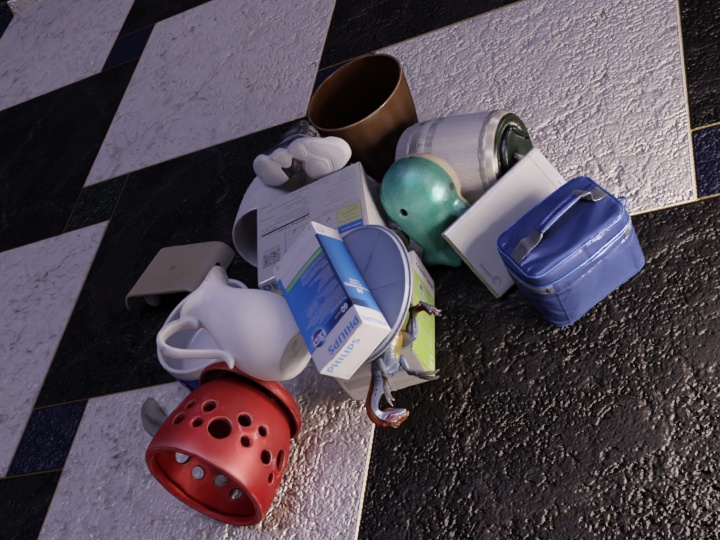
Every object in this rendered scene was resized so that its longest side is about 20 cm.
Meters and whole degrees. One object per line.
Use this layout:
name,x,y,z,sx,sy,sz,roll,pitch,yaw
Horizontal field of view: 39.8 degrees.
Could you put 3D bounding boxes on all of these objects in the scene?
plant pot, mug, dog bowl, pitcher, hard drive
plant pot,-0.193,0.254,1.489,0.199,0.201,0.183,1,44,36
mug,-0.123,-0.122,1.764,0.199,0.147,0.176,-37,27,33
dog bowl,-0.255,0.117,1.748,0.198,0.079,0.202,-21,42,20
plant pot,0.034,-0.251,1.789,0.185,0.200,0.188,-20,42,20
pitcher,-0.181,0.095,1.441,0.199,0.122,0.172,26,53,28
hard drive,0.240,-0.074,1.536,0.200,0.132,0.027,-43,3,-6

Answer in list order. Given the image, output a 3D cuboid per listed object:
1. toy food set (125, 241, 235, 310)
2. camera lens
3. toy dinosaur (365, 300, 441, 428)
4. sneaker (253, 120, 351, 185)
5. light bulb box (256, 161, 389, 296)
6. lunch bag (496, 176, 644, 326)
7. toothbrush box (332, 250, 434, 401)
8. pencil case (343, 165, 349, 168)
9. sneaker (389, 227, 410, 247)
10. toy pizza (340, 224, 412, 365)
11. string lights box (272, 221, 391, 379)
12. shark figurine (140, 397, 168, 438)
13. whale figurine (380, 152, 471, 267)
toy food set,-0.352,0.017,1.942,0.198,0.061,0.144,-6,38,31
camera lens,0.177,-0.177,1.646,0.198,0.160,0.161,-2,51,35
toy dinosaur,0.047,0.125,1.433,0.183,0.104,0.200,-62,35,16
sneaker,-0.085,-0.209,1.671,0.198,0.076,0.114,-8,35,38
light bulb box,-0.054,-0.037,1.580,0.196,0.125,0.201,-23,39,13
lunch bag,0.308,-0.039,1.440,0.199,0.133,0.136,-39,40,-1
toothbrush box,0.036,0.086,1.559,0.144,0.086,0.202,-17,43,22
pencil case,-0.019,-0.138,1.765,0.088,0.089,0.200,-34,16,4
sneaker,-0.001,0.000,1.695,0.198,0.070,0.094,-20,61,17
toy pizza,0.005,0.036,1.399,0.199,0.032,0.203,-18,65,43
string lights box,-0.044,0.040,1.382,0.103,0.059,0.201,-49,47,24
shark figurine,-0.312,0.249,1.662,0.212,0.090,0.129,-10,48,31
whale figurine,0.100,-0.083,1.579,0.157,0.202,0.104,1,31,33
